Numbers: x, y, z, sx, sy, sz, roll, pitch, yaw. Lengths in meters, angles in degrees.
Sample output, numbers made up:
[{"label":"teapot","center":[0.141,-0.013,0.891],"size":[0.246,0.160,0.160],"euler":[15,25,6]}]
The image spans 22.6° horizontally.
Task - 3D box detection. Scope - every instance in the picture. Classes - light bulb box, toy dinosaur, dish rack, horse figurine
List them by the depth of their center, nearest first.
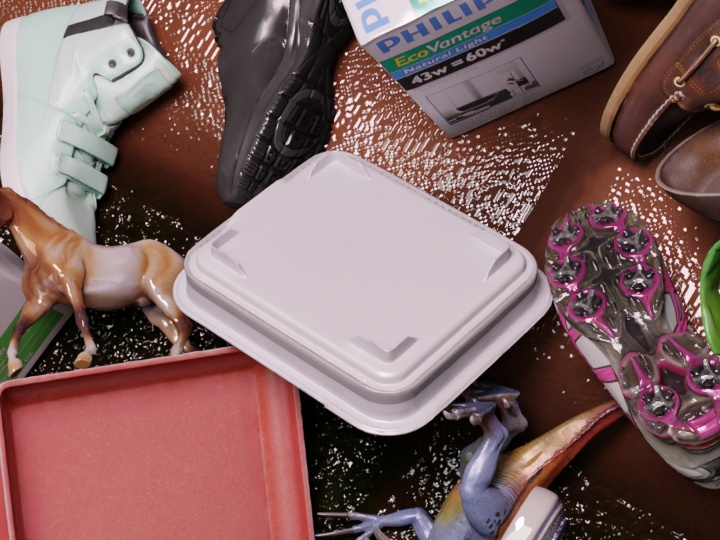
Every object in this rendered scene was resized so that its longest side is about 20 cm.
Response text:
[{"label":"toy dinosaur","center":[0.064,0.166,1.083],"size":[0.198,0.105,0.183],"euler":[4,100,6]},{"label":"dish rack","center":[0.000,0.000,1.098],"size":[0.199,0.044,0.171],"euler":[30,53,30]},{"label":"light bulb box","center":[0.050,-0.214,1.102],"size":[0.124,0.200,0.200],"euler":[-24,73,11]},{"label":"horse figurine","center":[-0.155,0.017,1.158],"size":[0.050,0.199,0.133],"euler":[-57,35,41]}]

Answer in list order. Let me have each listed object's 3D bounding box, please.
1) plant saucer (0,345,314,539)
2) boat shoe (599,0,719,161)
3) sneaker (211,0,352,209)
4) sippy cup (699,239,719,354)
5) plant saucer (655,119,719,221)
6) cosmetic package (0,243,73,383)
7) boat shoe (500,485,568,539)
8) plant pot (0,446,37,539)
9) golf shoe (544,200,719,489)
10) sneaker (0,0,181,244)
[{"label":"plant saucer","center":[-0.124,0.153,1.093],"size":[0.037,0.198,0.202],"euler":[-1,96,59]},{"label":"boat shoe","center":[0.209,-0.131,1.060],"size":[0.070,0.070,0.201],"euler":[45,138,17]},{"label":"sneaker","center":[-0.061,-0.136,1.197],"size":[0.090,0.076,0.201],"euler":[12,76,29]},{"label":"sippy cup","center":[0.288,0.020,1.013],"size":[0.139,0.178,0.131],"euler":[-19,99,-18]},{"label":"plant saucer","center":[0.267,-0.072,1.024],"size":[0.199,0.200,0.032],"euler":[-17,105,13]},{"label":"cosmetic package","center":[-0.288,0.018,1.157],"size":[0.085,0.200,0.108],"euler":[38,93,26]},{"label":"boat shoe","center":[0.104,0.228,1.046],"size":[0.092,0.075,0.201],"euler":[24,112,15]},{"label":"plant pot","center":[-0.258,0.210,1.125],"size":[0.199,0.200,0.179],"euler":[-15,86,14]},{"label":"golf shoe","center":[0.166,0.046,1.077],"size":[0.072,0.092,0.201],"euler":[-24,49,2]},{"label":"sneaker","center":[-0.177,-0.094,1.212],"size":[0.117,0.074,0.202],"euler":[-16,72,19]}]
